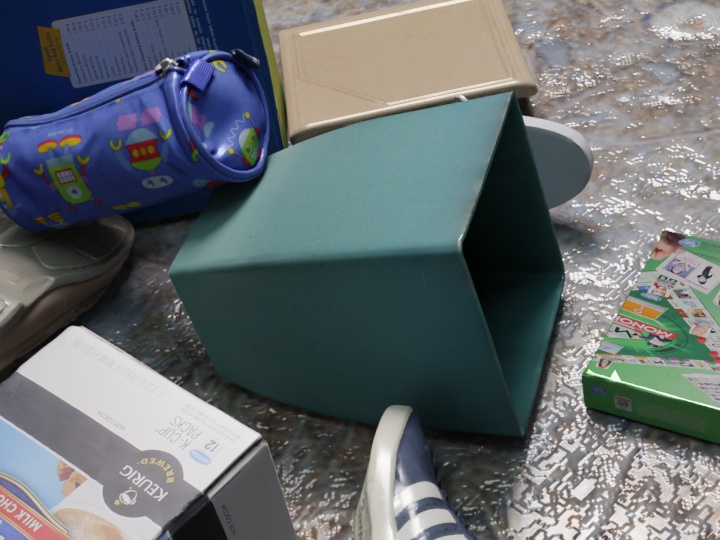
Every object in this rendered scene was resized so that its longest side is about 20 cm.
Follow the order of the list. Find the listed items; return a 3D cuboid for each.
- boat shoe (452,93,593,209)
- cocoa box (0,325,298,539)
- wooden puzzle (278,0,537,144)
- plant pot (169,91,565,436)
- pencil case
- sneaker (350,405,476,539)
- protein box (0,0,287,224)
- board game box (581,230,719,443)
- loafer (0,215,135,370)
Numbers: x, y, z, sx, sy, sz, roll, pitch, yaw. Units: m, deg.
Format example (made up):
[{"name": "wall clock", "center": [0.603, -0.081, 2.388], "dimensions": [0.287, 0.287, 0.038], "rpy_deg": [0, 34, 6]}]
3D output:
[{"name": "boat shoe", "center": [0.066, -0.078, 0.940], "dimensions": [0.198, 0.074, 0.068], "rpy_deg": [-8, 31, 30]}, {"name": "cocoa box", "center": [-0.107, 0.155, 0.611], "dimensions": [0.133, 0.201, 0.131], "rpy_deg": [25, 53, 36]}, {"name": "wooden puzzle", "center": [0.031, -0.156, 1.068], "dimensions": [0.183, 0.038, 0.201], "rpy_deg": [-11, 32, 2]}, {"name": "plant pot", "center": [0.000, 0.000, 0.816], "dimensions": [0.198, 0.142, 0.142], "rpy_deg": [-3, 40, 23]}, {"name": "pencil case", "center": [-0.147, -0.079, 0.863], "dimensions": [0.199, 0.087, 0.078], "rpy_deg": [-12, 33, 37]}, {"name": "sneaker", "center": [0.039, 0.149, 0.691], "dimensions": [0.084, 0.075, 0.201], "rpy_deg": [8, 38, -3]}, {"name": "protein box", "center": [-0.167, -0.151, 0.985], "dimensions": [0.198, 0.200, 0.136], "rpy_deg": [-10, 39, 3]}, {"name": "board game box", "center": [0.243, 0.047, 0.778], "dimensions": [0.199, 0.029, 0.135], "rpy_deg": [14, 48, 28]}, {"name": "loafer", "center": [-0.223, 0.019, 0.906], "dimensions": [0.071, 0.063, 0.200], "rpy_deg": [26, 33, 15]}]
